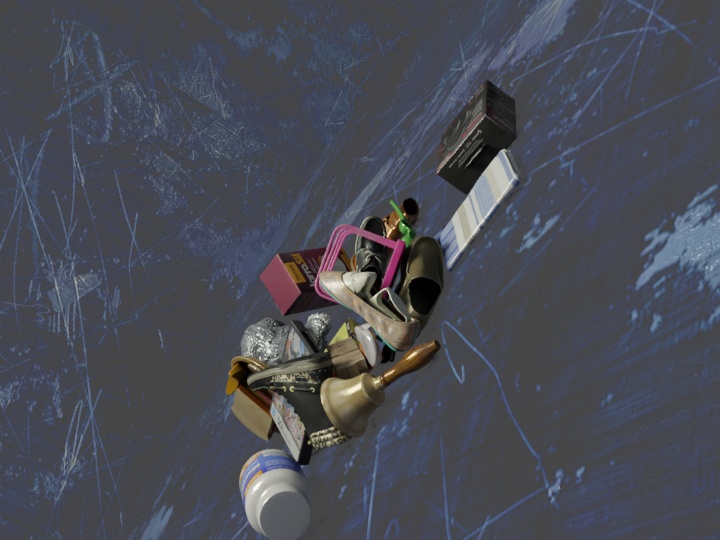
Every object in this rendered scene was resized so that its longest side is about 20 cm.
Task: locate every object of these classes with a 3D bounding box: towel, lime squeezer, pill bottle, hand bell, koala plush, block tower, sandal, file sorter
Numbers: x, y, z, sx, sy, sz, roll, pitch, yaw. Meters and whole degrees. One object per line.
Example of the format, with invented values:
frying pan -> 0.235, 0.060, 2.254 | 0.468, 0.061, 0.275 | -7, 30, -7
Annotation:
towel -> 0.201, -0.104, 1.469 | 0.200, 0.024, 0.147 | -55, 14, 21
lime squeezer -> 0.086, -0.065, 1.751 | 0.071, 0.038, 0.201 | 136, 142, -54
pill bottle -> -0.135, 0.367, 1.415 | 0.112, 0.112, 0.200 | -59, 11, -4
hand bell -> 0.045, 0.164, 1.336 | 0.200, 0.104, 0.104 | -36, 21, 26
koala plush -> -0.139, 0.174, 1.826 | 0.200, 0.184, 0.178 | -13, 45, 56
block tower -> -0.019, 0.168, 1.525 | 0.054, 0.058, 0.200 | -20, 10, -4
sandal -> 0.033, 0.124, 1.454 | 0.059, 0.079, 0.207 | -18, -1, -6
file sorter -> 0.000, 0.000, 1.534 | 0.200, 0.125, 0.139 | 29, -98, -86

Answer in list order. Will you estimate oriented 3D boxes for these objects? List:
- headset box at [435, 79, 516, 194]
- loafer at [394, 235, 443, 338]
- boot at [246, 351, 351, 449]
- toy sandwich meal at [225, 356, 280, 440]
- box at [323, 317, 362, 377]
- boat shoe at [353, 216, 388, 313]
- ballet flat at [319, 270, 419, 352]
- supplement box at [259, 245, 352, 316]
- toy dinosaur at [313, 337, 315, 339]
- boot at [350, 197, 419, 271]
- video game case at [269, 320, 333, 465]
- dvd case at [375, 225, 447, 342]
headset box -> 0.217, -0.247, 1.632 | 0.149, 0.077, 0.200 | -50, 13, 31
loafer -> 0.105, 0.021, 1.435 | 0.067, 0.076, 0.201 | -41, 31, 51
boot -> -0.105, 0.228, 1.472 | 0.203, 0.154, 0.073 | -20, -2, 44
toy sandwich meal -> -0.211, 0.263, 1.799 | 0.070, 0.205, 0.205 | -46, 5, -30
box -> -0.057, 0.193, 1.684 | 0.200, 0.050, 0.075 | -55, 16, 11
boat shoe -> 0.025, -0.013, 1.744 | 0.068, 0.072, 0.201 | 148, 130, -73
ballet flat -> 0.019, 0.044, 1.378 | 0.068, 0.200, 0.067 | -19, -38, -53
supplement box -> -0.105, 0.020, 1.925 | 0.200, 0.111, 0.086 | -10, -30, -47
toy dinosaur -> -0.081, 0.208, 1.601 | 0.106, 0.060, 0.201 | -12, 64, 44
boot -> 0.061, -0.060, 1.834 | 0.155, 0.077, 0.200 | -46, 9, 30
video game case -> -0.112, 0.219, 1.587 | 0.181, 0.025, 0.201 | -133, 53, -58
dvd case -> 0.096, 0.024, 1.579 | 0.143, 0.018, 0.200 | -42, 19, 50
